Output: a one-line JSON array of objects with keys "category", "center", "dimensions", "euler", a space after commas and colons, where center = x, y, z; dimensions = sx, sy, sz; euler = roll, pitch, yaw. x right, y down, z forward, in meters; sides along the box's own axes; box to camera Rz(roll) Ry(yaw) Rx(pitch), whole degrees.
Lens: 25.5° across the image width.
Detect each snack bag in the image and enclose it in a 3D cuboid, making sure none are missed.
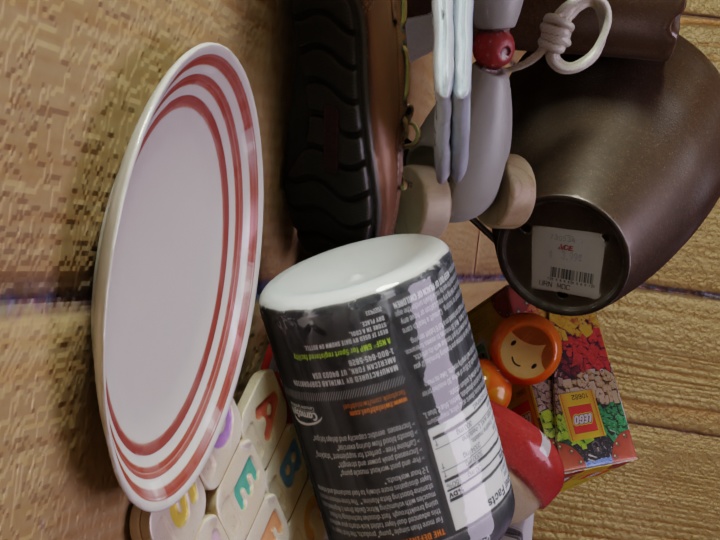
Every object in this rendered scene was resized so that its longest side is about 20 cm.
[{"category": "snack bag", "center": [0.051, -0.163, 0.854], "dimensions": [0.189, 0.021, 0.202], "euler": [66, 26, -81]}]

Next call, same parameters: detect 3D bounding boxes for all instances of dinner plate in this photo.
[{"category": "dinner plate", "center": [-0.080, 0.002, 0.687], "dimensions": [0.200, 0.024, 0.202], "euler": [6, 90, -77]}]

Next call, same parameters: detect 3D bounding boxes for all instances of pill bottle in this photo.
[{"category": "pill bottle", "center": [0.021, 0.091, 0.848], "dimensions": [0.106, 0.105, 0.202], "euler": [-53, 130, -67]}]

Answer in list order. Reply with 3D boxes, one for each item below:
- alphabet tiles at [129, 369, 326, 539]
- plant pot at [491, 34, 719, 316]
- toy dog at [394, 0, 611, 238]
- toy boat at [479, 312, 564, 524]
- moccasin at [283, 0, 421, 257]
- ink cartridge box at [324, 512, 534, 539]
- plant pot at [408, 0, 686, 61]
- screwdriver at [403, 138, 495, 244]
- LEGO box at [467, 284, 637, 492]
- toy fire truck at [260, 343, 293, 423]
[{"category": "alphabet tiles", "center": [-0.059, 0.157, 0.795], "dimensions": [0.196, 0.014, 0.201], "euler": [-66, 146, -45]}, {"category": "plant pot", "center": [0.167, -0.057, 1.142], "dimensions": [0.200, 0.185, 0.188], "euler": [-58, 154, -54]}, {"category": "toy dog", "center": [0.063, -0.114, 1.027], "dimensions": [0.131, 0.096, 0.202], "euler": [20, 95, -38]}, {"category": "toy boat", "center": [0.090, 0.084, 1.135], "dimensions": [0.130, 0.131, 0.200], "euler": [43, 7, -30]}, {"category": "moccasin", "center": [-0.003, -0.087, 0.884], "dimensions": [0.078, 0.073, 0.203], "euler": [-42, 137, -44]}, {"category": "ink cartridge box", "center": [0.039, 0.216, 1.123], "dimensions": [0.200, 0.144, 0.085], "euler": [-50, 146, -69]}, {"category": "plant pot", "center": [0.130, -0.232, 1.095], "dimensions": [0.200, 0.196, 0.202], "euler": [11, 90, -84]}, {"category": "screwdriver", "center": [0.091, -0.035, 1.180], "dimensions": [0.028, 0.199, 0.029], "euler": [-27, -147, 50]}, {"category": "LEGO box", "center": [0.119, 0.110, 1.276], "dimensions": [0.200, 0.077, 0.150], "euler": [-39, -119, 59]}, {"category": "toy fire truck", "center": [-0.037, 0.137, 0.936], "dimensions": [0.142, 0.048, 0.201], "euler": [-68, 161, -46]}]
